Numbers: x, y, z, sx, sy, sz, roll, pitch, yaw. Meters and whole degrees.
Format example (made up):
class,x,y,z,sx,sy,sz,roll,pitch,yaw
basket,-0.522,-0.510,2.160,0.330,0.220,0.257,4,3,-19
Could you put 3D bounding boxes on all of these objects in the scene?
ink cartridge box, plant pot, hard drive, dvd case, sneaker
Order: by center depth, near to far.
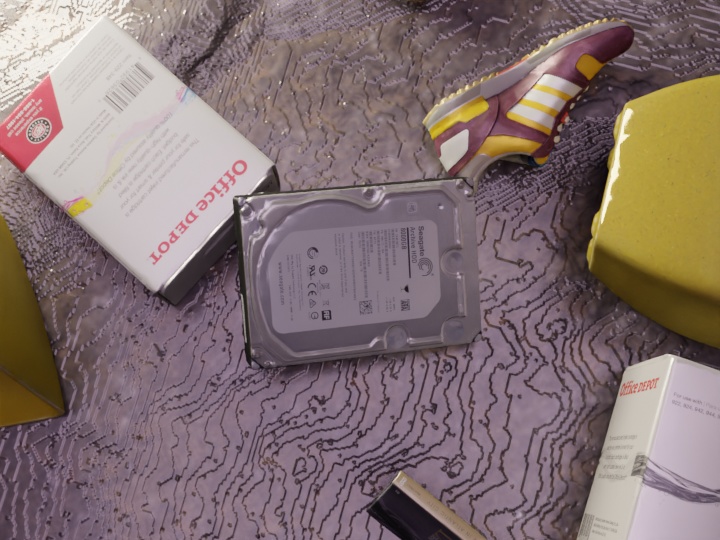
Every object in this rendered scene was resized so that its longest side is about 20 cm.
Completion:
class,x,y,z,sx,sy,sz,roll,pitch,yaw
dvd case,0.094,0.233,0.784,0.199,0.149,0.016,38,69,7
ink cartridge box,0.231,0.177,0.791,0.083,0.146,0.202,18,81,3
plant pot,0.289,-0.046,0.815,0.198,0.194,0.197,14,80,13
plant pot,-0.364,0.024,0.816,0.198,0.200,0.178,-9,69,0
hard drive,0.000,0.000,0.843,0.198,0.038,0.141,-5,98,-15
ink cartridge box,-0.188,-0.091,0.878,0.200,0.086,0.148,42,83,6
sneaker,0.158,-0.141,0.893,0.199,0.075,0.091,-28,88,3

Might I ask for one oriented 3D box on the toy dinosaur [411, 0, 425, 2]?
class,x,y,z,sx,sy,sz,roll,pitch,yaw
toy dinosaur,0.011,-0.338,0.920,0.136,0.102,0.200,-41,103,10
